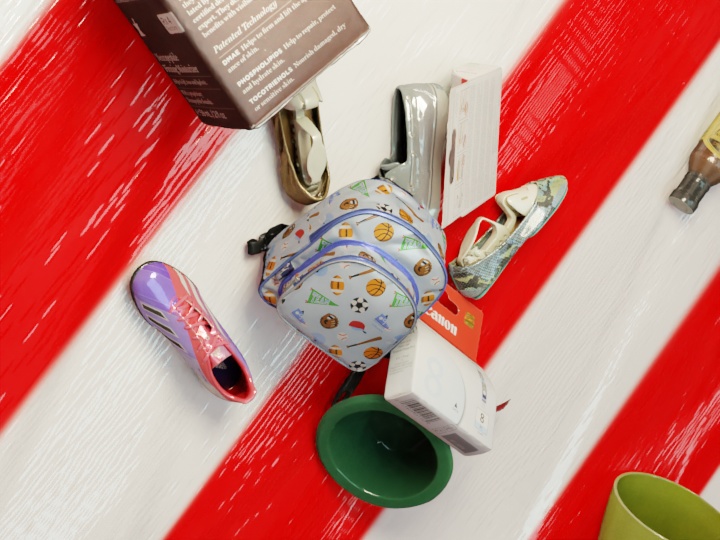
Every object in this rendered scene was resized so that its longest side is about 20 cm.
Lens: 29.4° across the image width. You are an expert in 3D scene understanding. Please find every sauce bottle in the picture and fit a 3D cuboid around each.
[{"bbox_3d":[0.495,-0.166,1.880,0.065,0.065,0.201,40,81,-34],"label":"sauce bottle"}]

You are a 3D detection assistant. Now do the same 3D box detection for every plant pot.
[{"bbox_3d":[0.406,0.424,1.952,0.186,0.187,0.201,7,116,-34],"label":"plant pot"}]

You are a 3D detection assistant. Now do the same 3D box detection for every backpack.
[{"bbox_3d":[0.000,0.000,1.521,0.199,0.154,0.190,35,114,-26],"label":"backpack"}]

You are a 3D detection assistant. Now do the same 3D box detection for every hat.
[{"bbox_3d":[0.054,0.185,1.726,0.165,0.176,0.200,-34,109,30],"label":"hat"}]

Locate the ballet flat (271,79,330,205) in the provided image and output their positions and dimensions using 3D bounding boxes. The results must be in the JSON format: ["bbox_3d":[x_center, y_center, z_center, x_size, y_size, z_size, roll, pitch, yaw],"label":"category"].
[{"bbox_3d":[-0.067,-0.164,1.516,0.067,0.072,0.202,-18,113,-26],"label":"ballet flat"}]

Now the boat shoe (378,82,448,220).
[{"bbox_3d":[0.054,-0.122,1.617,0.071,0.070,0.203,2,100,-22],"label":"boat shoe"}]

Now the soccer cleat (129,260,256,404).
[{"bbox_3d":[-0.180,0.069,1.515,0.068,0.073,0.201,-42,123,-15],"label":"soccer cleat"}]

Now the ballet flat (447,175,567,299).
[{"bbox_3d":[0.181,-0.056,1.713,0.200,0.074,0.074,-52,124,-11],"label":"ballet flat"}]

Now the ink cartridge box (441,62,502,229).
[{"bbox_3d":[0.113,-0.148,1.589,0.200,0.050,0.162,-31,127,-62],"label":"ink cartridge box"}]

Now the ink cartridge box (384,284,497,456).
[{"bbox_3d":[0.105,0.097,1.632,0.160,0.047,0.201,37,50,-37],"label":"ink cartridge box"}]

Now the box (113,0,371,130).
[{"bbox_3d":[-0.130,-0.270,1.371,0.164,0.166,0.200,-42,112,-14],"label":"box"}]

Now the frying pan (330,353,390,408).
[{"bbox_3d":[0.033,0.087,1.681,0.114,0.031,0.191,12,100,-32],"label":"frying pan"}]
